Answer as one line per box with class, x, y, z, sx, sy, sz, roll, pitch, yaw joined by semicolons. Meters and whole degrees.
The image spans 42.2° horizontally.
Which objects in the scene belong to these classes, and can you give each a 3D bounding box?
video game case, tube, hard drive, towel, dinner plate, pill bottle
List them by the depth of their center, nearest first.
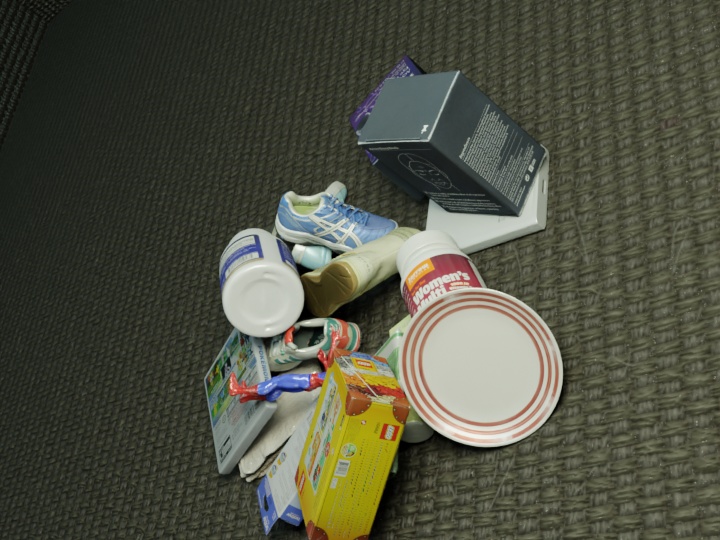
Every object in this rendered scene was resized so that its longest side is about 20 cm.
dinner plate;0.144;0.116;1.126;0.200;0.200;0.024;-41;-3;21
pill bottle;0.116;0.040;1.245;0.110;0.109;0.200;-44;38;19
towel;0.025;0.195;1.260;0.153;0.023;0.201;126;155;-57
tube;0.067;0.140;1.284;0.058;0.052;0.200;-7;47;7
hard drive;0.179;-0.091;1.341;0.200;0.026;0.132;-20;50;41
pill bottle;-0.155;0.009;1.425;0.120;0.120;0.200;-50;21;10
towel;-0.128;0.227;1.460;0.200;0.034;0.133;-45;38;17
video game case;-0.193;0.191;1.467;0.200;0.022;0.183;-55;39;40

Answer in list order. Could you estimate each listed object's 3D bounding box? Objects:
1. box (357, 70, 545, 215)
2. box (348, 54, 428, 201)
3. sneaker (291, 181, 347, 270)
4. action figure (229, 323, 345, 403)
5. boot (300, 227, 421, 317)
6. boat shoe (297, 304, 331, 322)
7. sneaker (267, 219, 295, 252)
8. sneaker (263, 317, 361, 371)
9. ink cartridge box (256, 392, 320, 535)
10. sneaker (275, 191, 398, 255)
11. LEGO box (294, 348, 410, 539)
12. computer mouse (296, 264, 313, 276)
box;0.125;-0.169;1.269;0.148;0.200;0.107;9;71;51
box;0.082;-0.228;1.471;0.148;0.104;0.200;-47;29;14
sneaker;-0.050;-0.068;1.572;0.200;0.082;0.074;-64;2;-40
action figure;-0.082;0.135;1.329;0.199;0.065;0.099;-3;68;15
boot;0.000;0.000;1.403;0.154;0.072;0.200;-29;0;-28
boat shoe;-0.081;0.069;1.502;0.200;0.057;0.067;-53;36;7
sneaker;-0.173;-0.001;1.593;0.106;0.075;0.201;19;99;38
sneaker;-0.102;0.105;1.416;0.199;0.093;0.071;-12;67;30
ink cartridge box;-0.077;0.275;1.334;0.200;0.042;0.119;-54;23;8
sneaker;-0.038;-0.076;1.469;0.199;0.077;0.076;6;47;3
LEGO box;-0.015;0.223;1.186;0.149;0.077;0.201;-120;45;-68
computer mouse;-0.134;0.016;1.625;0.200;0.034;0.059;-41;40;23
